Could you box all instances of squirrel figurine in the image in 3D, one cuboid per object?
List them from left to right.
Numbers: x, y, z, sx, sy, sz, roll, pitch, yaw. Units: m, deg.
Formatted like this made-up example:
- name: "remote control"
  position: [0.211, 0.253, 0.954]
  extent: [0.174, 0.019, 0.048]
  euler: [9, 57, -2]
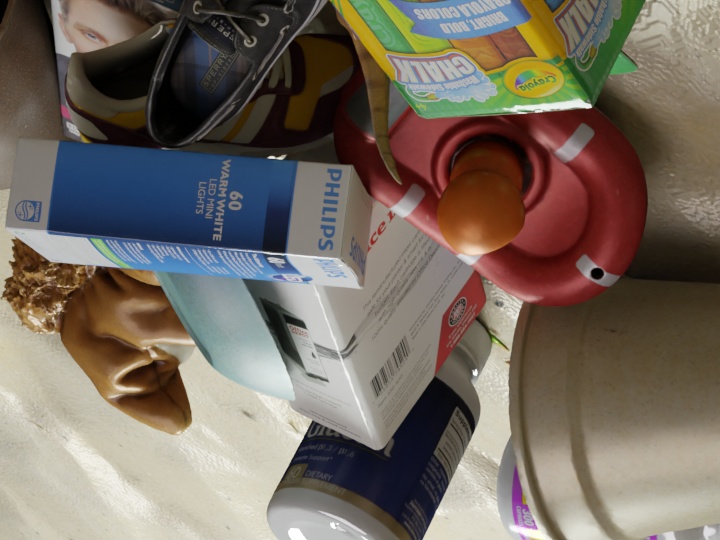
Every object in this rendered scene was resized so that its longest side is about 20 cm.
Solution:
- name: "squirrel figurine"
  position: [-0.178, -0.006, 1.584]
  extent: [0.200, 0.142, 0.187]
  euler: [24, 145, 4]

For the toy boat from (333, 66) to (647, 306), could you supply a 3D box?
- name: "toy boat"
  position: [0.077, -0.051, 1.257]
  extent: [0.200, 0.131, 0.131]
  euler: [34, 120, -11]

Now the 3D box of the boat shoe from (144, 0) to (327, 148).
- name: "boat shoe"
  position: [-0.072, -0.139, 1.172]
  extent: [0.070, 0.066, 0.200]
  euler: [39, 136, -1]

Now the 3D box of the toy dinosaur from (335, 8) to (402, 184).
- name: "toy dinosaur"
  position: [0.003, -0.148, 1.193]
  extent: [0.060, 0.106, 0.201]
  euler: [-10, 94, 29]

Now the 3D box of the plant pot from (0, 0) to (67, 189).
- name: "plant pot"
  position: [-0.280, -0.136, 1.440]
  extent: [0.186, 0.187, 0.200]
  euler: [16, 163, 22]

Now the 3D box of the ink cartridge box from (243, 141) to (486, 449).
- name: "ink cartridge box"
  position: [0.000, 0.000, 1.416]
  extent: [0.083, 0.147, 0.200]
  euler: [22, 151, 29]

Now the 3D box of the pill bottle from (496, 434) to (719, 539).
- name: "pill bottle"
  position: [0.207, 0.166, 1.548]
  extent: [0.200, 0.104, 0.104]
  euler: [7, 145, 34]

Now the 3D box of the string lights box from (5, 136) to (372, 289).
- name: "string lights box"
  position: [-0.099, -0.032, 1.257]
  extent: [0.199, 0.059, 0.103]
  euler: [5, 170, 8]

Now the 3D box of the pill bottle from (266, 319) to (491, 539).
- name: "pill bottle"
  position: [0.021, 0.119, 1.536]
  extent: [0.111, 0.200, 0.111]
  euler: [21, 150, 13]

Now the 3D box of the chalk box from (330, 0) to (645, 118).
- name: "chalk box"
  position: [0.072, -0.162, 1.118]
  extent: [0.125, 0.124, 0.200]
  euler: [-2, 139, 44]

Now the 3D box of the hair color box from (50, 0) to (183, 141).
- name: "hair color box"
  position: [-0.148, -0.148, 1.402]
  extent: [0.100, 0.061, 0.200]
  euler: [23, 150, 9]

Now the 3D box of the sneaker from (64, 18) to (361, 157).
- name: "sneaker"
  position: [-0.082, -0.116, 1.301]
  extent: [0.199, 0.075, 0.090]
  euler: [-13, 152, -3]

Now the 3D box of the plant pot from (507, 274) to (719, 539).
- name: "plant pot"
  position: [0.219, 0.085, 1.342]
  extent: [0.183, 0.201, 0.201]
  euler: [-5, 138, 30]

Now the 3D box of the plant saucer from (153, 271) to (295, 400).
- name: "plant saucer"
  position: [-0.108, 0.008, 1.403]
  extent: [0.201, 0.039, 0.201]
  euler: [58, 172, 14]
